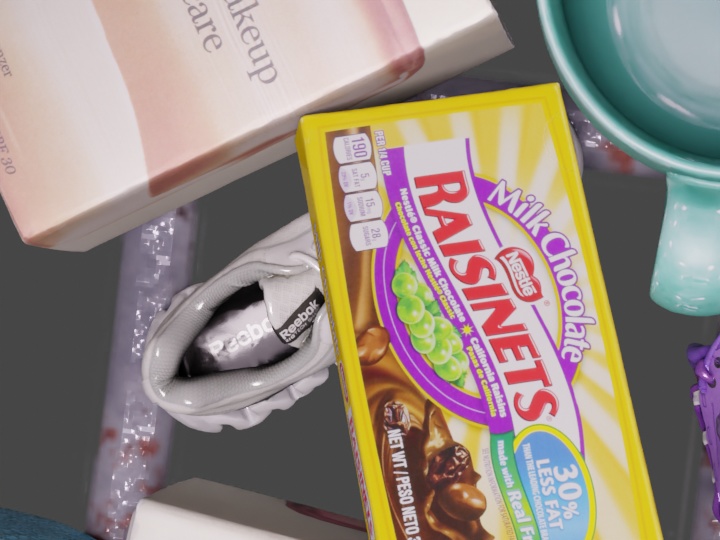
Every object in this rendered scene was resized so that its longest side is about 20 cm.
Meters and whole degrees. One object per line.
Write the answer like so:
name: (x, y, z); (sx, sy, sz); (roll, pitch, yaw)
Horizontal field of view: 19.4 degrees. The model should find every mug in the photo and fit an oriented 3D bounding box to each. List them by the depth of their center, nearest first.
mug: (0.131, -0.095, 0.777); (0.152, 0.114, 0.185); (43, 95, 5)

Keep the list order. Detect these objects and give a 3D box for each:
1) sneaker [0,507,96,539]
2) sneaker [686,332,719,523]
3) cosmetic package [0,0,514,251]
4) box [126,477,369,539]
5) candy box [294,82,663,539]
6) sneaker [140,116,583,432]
sneaker: (-0.202, 0.150, 0.814); (0.199, 0.080, 0.131); (16, 97, -20)
sneaker: (0.158, 0.065, 0.806); (0.083, 0.081, 0.201); (14, 82, 21)
cosmetic package: (-0.052, -0.094, 0.815); (0.199, 0.087, 0.104); (-26, 86, 7)
box: (0.004, 0.167, 0.798); (0.199, 0.109, 0.129); (14, 92, 7)
candy box: (0.043, 0.032, 0.755); (0.101, 0.026, 0.201); (-8, 70, -10)
sneaker: (0.000, 0.000, 0.814); (0.199, 0.081, 0.075); (-34, 84, 5)
